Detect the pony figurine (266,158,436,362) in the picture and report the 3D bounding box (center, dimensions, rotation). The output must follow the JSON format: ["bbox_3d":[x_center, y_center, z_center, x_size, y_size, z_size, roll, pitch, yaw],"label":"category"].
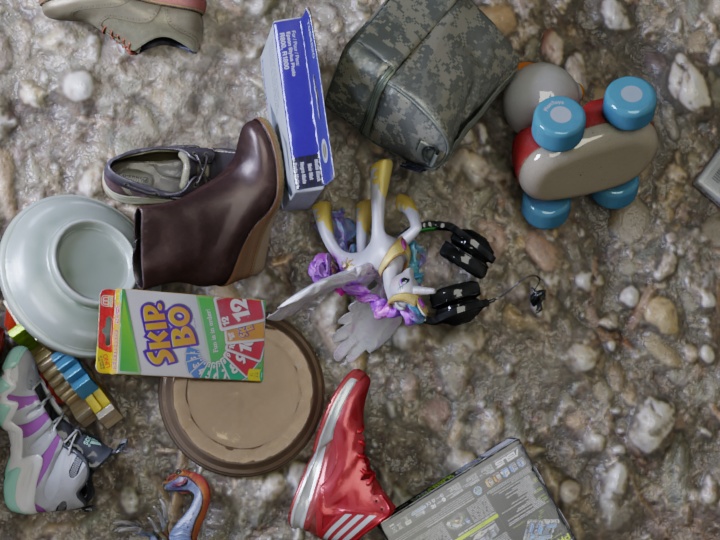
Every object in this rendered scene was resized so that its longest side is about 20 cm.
[{"bbox_3d":[0.000,0.000,1.599,0.192,0.166,0.201,-32,53,30],"label":"pony figurine"}]

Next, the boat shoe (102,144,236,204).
[{"bbox_3d":[-0.207,-0.114,1.632,0.198,0.065,0.073,0,81,-8],"label":"boat shoe"}]

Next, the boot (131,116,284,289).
[{"bbox_3d":[-0.175,-0.075,1.572,0.165,0.072,0.202,-5,110,-35],"label":"boot"}]

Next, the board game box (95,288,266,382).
[{"bbox_3d":[-0.202,0.074,1.568,0.198,0.030,0.096,5,83,-27],"label":"board game box"}]

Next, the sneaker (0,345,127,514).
[{"bbox_3d":[-0.331,0.181,1.549,0.139,0.078,0.202,2,111,6],"label":"sneaker"}]

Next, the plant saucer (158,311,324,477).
[{"bbox_3d":[-0.140,0.144,1.632,0.198,0.029,0.202,1,83,-6],"label":"plant saucer"}]

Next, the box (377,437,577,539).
[{"bbox_3d":[0.141,0.318,1.639,0.199,0.044,0.161,-31,89,-9],"label":"box"}]

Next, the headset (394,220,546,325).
[{"bbox_3d":[0.126,0.011,1.670,0.198,0.094,0.125,11,86,10],"label":"headset"}]

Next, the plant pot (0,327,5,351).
[{"bbox_3d":[-0.491,0.118,1.514,0.175,0.200,0.202,12,82,-12],"label":"plant pot"}]

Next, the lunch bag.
[{"bbox_3d":[0.077,-0.228,1.616,0.167,0.140,0.200,35,58,9],"label":"lunch bag"}]

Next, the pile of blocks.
[{"bbox_3d":[-0.357,0.107,1.582,0.062,0.082,0.201,-37,88,-4],"label":"pile of blocks"}]

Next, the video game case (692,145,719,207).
[{"bbox_3d":[0.549,-0.130,1.751,0.182,0.022,0.200,39,80,-1],"label":"video game case"}]

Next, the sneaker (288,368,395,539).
[{"bbox_3d":[0.001,0.224,1.607,0.115,0.078,0.201,21,94,9],"label":"sneaker"}]

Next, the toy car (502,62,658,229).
[{"bbox_3d":[0.247,-0.192,1.670,0.175,0.185,0.201,-16,57,-9],"label":"toy car"}]

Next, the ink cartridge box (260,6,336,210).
[{"bbox_3d":[-0.076,-0.181,1.588,0.040,0.200,0.201,-7,84,-11],"label":"ink cartridge box"}]

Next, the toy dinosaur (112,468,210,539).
[{"bbox_3d":[-0.223,0.331,1.596,0.182,0.105,0.201,-48,129,-22],"label":"toy dinosaur"}]

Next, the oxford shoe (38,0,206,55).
[{"bbox_3d":[-0.285,-0.297,1.643,0.198,0.070,0.076,3,89,-6],"label":"oxford shoe"}]

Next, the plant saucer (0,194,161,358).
[{"bbox_3d":[-0.311,-0.002,1.569,0.199,0.050,0.202,15,60,-29],"label":"plant saucer"}]
